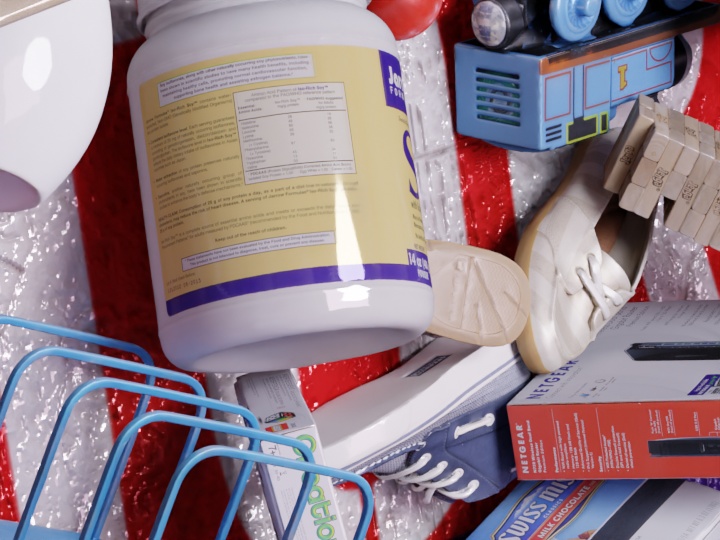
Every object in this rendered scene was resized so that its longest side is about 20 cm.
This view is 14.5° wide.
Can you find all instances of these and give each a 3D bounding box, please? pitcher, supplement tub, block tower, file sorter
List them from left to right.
[{"bbox_3d":[-0.198,-0.142,1.365,0.171,0.121,0.201,16,71,-24],"label":"pitcher"},{"bbox_3d":[-0.111,0.116,1.383,0.138,0.200,0.123,14,99,-44],"label":"file sorter"},{"bbox_3d":[-0.044,-0.056,1.472,0.145,0.145,0.201,2,77,-45],"label":"supplement tub"},{"bbox_3d":[0.245,-0.033,1.692,0.054,0.199,0.058,-77,-170,-65],"label":"block tower"}]

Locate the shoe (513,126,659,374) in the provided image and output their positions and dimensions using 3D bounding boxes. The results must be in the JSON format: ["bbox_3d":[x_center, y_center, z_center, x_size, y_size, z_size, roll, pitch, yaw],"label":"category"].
[{"bbox_3d":[0.141,-0.019,1.713,0.070,0.053,0.200,56,42,-31],"label":"shoe"}]

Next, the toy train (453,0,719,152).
[{"bbox_3d":[0.138,-0.142,1.716,0.200,0.086,0.115,-20,117,-45],"label":"toy train"}]

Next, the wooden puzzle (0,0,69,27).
[{"bbox_3d":[-0.144,-0.221,1.343,0.199,0.037,0.185,-23,74,-29],"label":"wooden puzzle"}]

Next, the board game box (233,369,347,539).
[{"bbox_3d":[-0.021,0.161,1.508,0.034,0.126,0.201,-16,105,-4],"label":"board game box"}]

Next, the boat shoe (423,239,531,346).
[{"bbox_3d":[0.000,0.000,1.599,0.199,0.065,0.072,15,77,-27],"label":"boat shoe"}]

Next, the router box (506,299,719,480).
[{"bbox_3d":[0.205,0.069,1.690,0.200,0.179,0.049,-37,121,-62],"label":"router box"}]

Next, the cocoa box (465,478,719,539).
[{"bbox_3d":[0.150,0.228,1.702,0.133,0.131,0.201,-42,134,-34],"label":"cocoa box"}]

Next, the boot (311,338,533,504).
[{"bbox_3d":[0.039,0.103,1.641,0.200,0.073,0.091,-29,108,-41],"label":"boot"}]

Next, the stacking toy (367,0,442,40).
[{"bbox_3d":[-0.021,-0.191,1.560,0.200,0.085,0.086,42,64,-47],"label":"stacking toy"}]
